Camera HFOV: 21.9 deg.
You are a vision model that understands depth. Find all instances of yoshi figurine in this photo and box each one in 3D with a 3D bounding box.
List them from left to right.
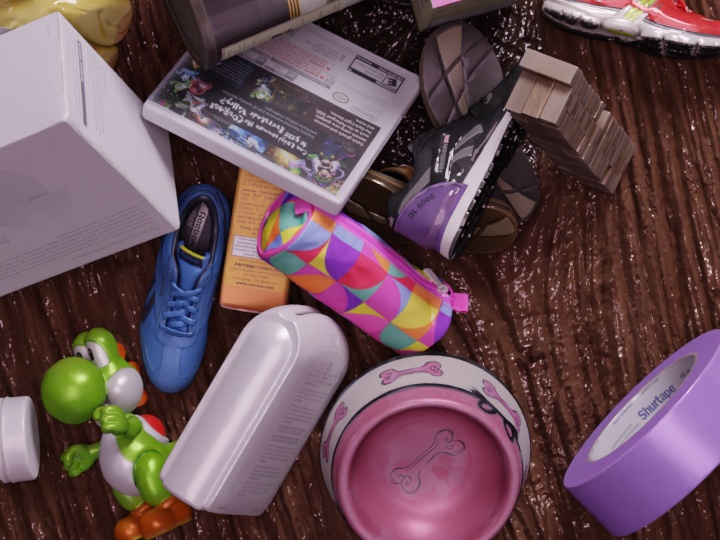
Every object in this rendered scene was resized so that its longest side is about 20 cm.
[{"bbox_3d":[-0.237,0.156,1.719,0.112,0.112,0.201,-21,89,7],"label":"yoshi figurine"}]

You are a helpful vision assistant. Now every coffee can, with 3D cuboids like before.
[{"bbox_3d":[-0.076,-0.283,1.639,0.199,0.146,0.147,-25,92,-10],"label":"coffee can"}]

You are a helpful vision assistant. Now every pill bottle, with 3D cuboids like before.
[{"bbox_3d":[-0.401,0.163,1.714,0.199,0.109,0.110,-5,92,0],"label":"pill bottle"}]

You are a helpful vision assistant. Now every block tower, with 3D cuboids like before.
[{"bbox_3d":[0.189,-0.130,1.669,0.054,0.200,0.058,23,82,28],"label":"block tower"}]

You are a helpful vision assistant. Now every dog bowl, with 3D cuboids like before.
[{"bbox_3d":[0.061,0.181,1.710,0.199,0.074,0.201,0,109,-1],"label":"dog bowl"}]

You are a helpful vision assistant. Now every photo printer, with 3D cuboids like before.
[{"bbox_3d":[-0.087,0.124,1.690,0.069,0.166,0.200,31,92,18],"label":"photo printer"}]

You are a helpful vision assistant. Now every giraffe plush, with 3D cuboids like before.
[{"bbox_3d":[-0.329,-0.246,1.691,0.173,0.200,0.162,-45,59,11],"label":"giraffe plush"}]

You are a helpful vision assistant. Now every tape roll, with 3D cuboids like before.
[{"bbox_3d":[0.275,0.146,1.674,0.066,0.200,0.200,44,91,-2],"label":"tape roll"}]

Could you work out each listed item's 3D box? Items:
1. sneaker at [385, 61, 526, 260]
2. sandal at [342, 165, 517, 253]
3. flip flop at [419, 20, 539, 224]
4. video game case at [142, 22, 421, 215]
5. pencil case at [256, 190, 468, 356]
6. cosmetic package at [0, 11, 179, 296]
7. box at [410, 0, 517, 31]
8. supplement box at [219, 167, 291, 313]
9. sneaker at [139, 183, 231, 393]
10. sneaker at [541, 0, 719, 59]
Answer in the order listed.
[{"bbox_3d":[0.089,-0.115,1.667,0.087,0.076,0.200,25,72,14],"label":"sneaker"},{"bbox_3d":[0.051,-0.066,1.731,0.199,0.054,0.081,11,136,7],"label":"sandal"},{"bbox_3d":[0.107,-0.135,1.738,0.081,0.058,0.201,-29,107,-10],"label":"flip flop"},{"bbox_3d":[-0.068,-0.156,1.683,0.199,0.023,0.182,27,52,7],"label":"video game case"},{"bbox_3d":[0.000,0.000,1.692,0.200,0.088,0.089,32,92,-29],"label":"pencil case"},{"bbox_3d":[-0.295,-0.095,1.629,0.199,0.200,0.123,-19,56,15],"label":"cosmetic package"},{"bbox_3d":[0.080,-0.318,1.656,0.096,0.200,0.177,-16,92,-1],"label":"box"},{"bbox_3d":[-0.085,-0.062,1.731,0.068,0.067,0.201,7,93,-1],"label":"supplement box"},{"bbox_3d":[-0.166,0.017,1.728,0.066,0.078,0.201,12,93,-3],"label":"sneaker"},{"bbox_3d":[0.270,-0.250,1.725,0.199,0.077,0.085,15,87,-1],"label":"sneaker"}]
